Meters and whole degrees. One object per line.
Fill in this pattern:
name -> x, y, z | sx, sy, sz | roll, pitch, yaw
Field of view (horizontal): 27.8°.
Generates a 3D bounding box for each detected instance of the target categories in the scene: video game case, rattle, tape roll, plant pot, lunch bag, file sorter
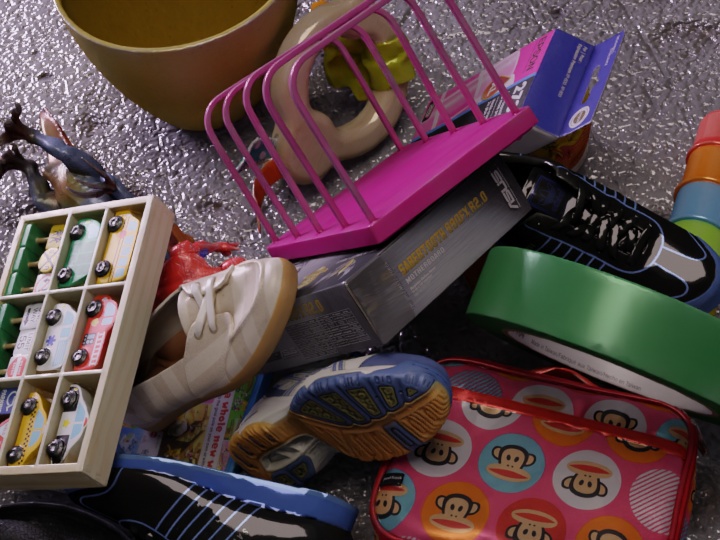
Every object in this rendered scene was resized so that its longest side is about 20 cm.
video game case -> -0.172, 0.099, 1.053 | 0.198, 0.018, 0.144 | 8, 54, 14
rattle -> -0.061, -0.134, 1.172 | 0.142, 0.130, 0.201 | 31, 82, 34
tape roll -> 0.166, 0.044, 0.929 | 0.199, 0.200, 0.049 | 20, 84, 22
plant pot -> -0.137, -0.199, 1.193 | 0.198, 0.143, 0.202 | -5, 52, 6
lunch bag -> 0.118, 0.136, 0.947 | 0.198, 0.082, 0.177 | 11, 51, 17
file sorter -> -0.006, -0.101, 0.984 | 0.139, 0.200, 0.126 | -36, 101, -20

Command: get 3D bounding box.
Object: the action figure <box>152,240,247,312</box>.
action figure -> -0.157, 0.023, 1.053 | 0.198, 0.099, 0.066 | -15, 81, 22

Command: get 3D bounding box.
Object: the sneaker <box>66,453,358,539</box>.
sneaker -> -0.103, 0.171, 0.939 | 0.198, 0.070, 0.079 | 9, 71, 11

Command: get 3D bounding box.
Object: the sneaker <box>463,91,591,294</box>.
sneaker -> 0.122, -0.064, 1.095 | 0.072, 0.077, 0.201 | 13, 58, 15

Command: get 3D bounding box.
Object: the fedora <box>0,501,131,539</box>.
fedora -> -0.226, 0.214, 0.925 | 0.198, 0.092, 0.202 | -4, 52, 5

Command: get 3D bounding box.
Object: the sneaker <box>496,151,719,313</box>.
sneaker -> 0.152, -0.027, 0.990 | 0.199, 0.078, 0.071 | 21, 78, 28

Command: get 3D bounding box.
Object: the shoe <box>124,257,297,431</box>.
shoe -> -0.112, 0.050, 0.958 | 0.053, 0.200, 0.071 | 20, 48, -33

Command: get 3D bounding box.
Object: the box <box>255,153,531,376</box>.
box -> 0.000, 0.000, 0.992 | 0.158, 0.199, 0.049 | -40, 102, -31

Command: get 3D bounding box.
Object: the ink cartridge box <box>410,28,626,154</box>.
ink cartridge box -> 0.107, -0.118, 1.086 | 0.199, 0.037, 0.095 | -22, 35, 49

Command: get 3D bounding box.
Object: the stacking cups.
stacking cups -> 0.252, -0.033, 1.071 | 0.060, 0.061, 0.201 | 12, 51, 17

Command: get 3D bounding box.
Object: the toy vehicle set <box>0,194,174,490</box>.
toy vehicle set -> -0.201, 0.048, 0.975 | 0.123, 0.027, 0.202 | -8, 57, 30

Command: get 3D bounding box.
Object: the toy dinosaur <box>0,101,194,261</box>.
toy dinosaur -> -0.199, -0.062, 1.138 | 0.180, 0.105, 0.201 | 27, 37, -3

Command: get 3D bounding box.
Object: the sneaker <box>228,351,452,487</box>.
sneaker -> -0.010, 0.077, 0.956 | 0.199, 0.075, 0.088 | -22, 28, 45
